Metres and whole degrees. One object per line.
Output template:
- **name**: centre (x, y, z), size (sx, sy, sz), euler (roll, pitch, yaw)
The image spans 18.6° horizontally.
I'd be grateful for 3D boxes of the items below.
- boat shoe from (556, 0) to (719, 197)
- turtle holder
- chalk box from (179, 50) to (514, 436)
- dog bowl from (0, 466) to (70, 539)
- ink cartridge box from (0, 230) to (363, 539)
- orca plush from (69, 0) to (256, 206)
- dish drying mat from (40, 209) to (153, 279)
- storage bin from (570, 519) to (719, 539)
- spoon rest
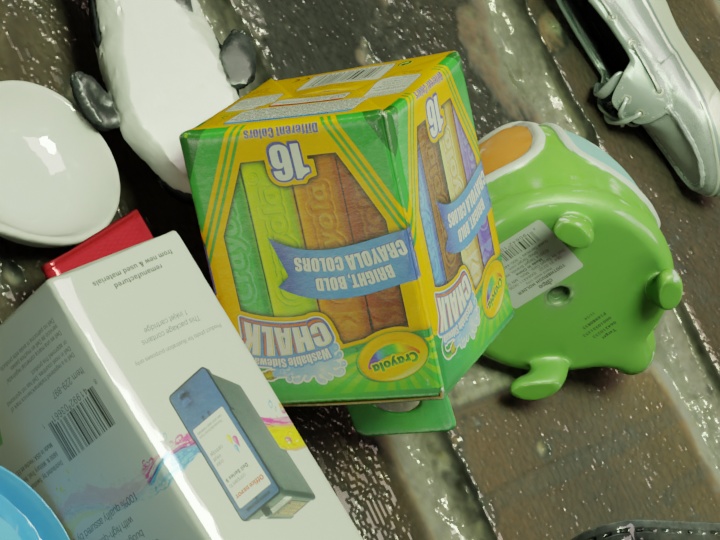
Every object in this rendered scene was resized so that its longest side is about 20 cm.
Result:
- **boat shoe**: centre (0.187, -0.133, 1.500), size (0.071, 0.070, 0.202), euler (-27, 88, -20)
- **turtle holder**: centre (0.126, -0.014, 1.320), size (0.185, 0.141, 0.132), euler (13, 39, -22)
- **chalk box**: centre (0.000, 0.000, 1.179), size (0.124, 0.124, 0.201), euler (-41, 122, -61)
- **dog bowl**: centre (-0.197, 0.170, 0.968), size (0.111, 0.050, 0.200), euler (44, 37, -15)
- **ink cartridge box**: centre (-0.102, 0.106, 1.056), size (0.087, 0.145, 0.201), euler (-24, 79, -45)
- **orca plush**: centre (-0.130, -0.119, 1.237), size (0.105, 0.071, 0.200), euler (-38, 84, -23)
- **dish drying mat**: centre (-0.094, 0.070, 1.154), size (0.077, 0.018, 0.201), euler (-35, 97, -45)
- **storage bin**: centre (0.179, 0.208, 1.224), size (0.199, 0.135, 0.094), euler (8, 59, -35)
- **spoon rest**: centre (-0.198, -0.035, 1.127), size (0.100, 0.061, 0.200), euler (52, 46, -1)
